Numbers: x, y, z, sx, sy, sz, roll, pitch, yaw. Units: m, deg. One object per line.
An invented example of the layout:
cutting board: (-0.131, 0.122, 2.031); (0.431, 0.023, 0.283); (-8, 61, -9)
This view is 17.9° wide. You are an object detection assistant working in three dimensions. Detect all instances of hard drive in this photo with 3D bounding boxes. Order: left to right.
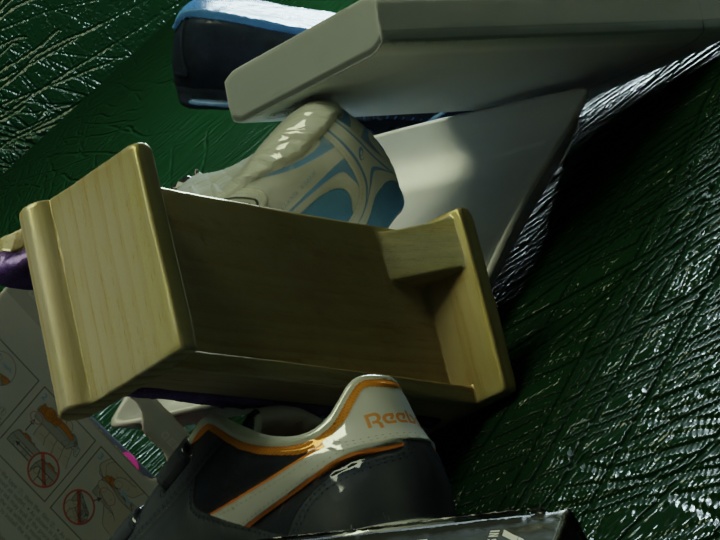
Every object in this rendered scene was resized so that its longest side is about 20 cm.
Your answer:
hard drive: (0.055, -0.099, 1.056); (0.199, 0.027, 0.132); (-5, -9, -33)

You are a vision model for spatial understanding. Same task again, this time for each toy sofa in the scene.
toy sofa: (-0.041, 0.020, 0.873); (0.097, 0.083, 0.199); (-29, -24, 34)

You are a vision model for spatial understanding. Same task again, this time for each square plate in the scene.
square plate: (0.000, 0.000, 1.074); (0.199, 0.029, 0.198); (-11, 34, 37)

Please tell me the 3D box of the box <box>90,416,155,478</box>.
box: (-0.217, 0.153, 1.165); (0.200, 0.106, 0.122); (-35, 18, 31)

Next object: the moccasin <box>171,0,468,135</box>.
moccasin: (-0.004, -0.099, 1.231); (0.080, 0.199, 0.069); (-40, -39, -66)

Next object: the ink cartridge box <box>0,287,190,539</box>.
ink cartridge box: (-0.158, 0.122, 0.971); (0.050, 0.161, 0.200); (-20, 27, 51)

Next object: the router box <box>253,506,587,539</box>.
router box: (-0.025, 0.153, 0.603); (0.149, 0.062, 0.200); (-10, 30, 28)

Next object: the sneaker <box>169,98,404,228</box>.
sneaker: (-0.056, -0.018, 1.072); (0.072, 0.073, 0.200); (-43, 12, -38)

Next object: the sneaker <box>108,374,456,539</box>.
sneaker: (-0.043, 0.098, 0.845); (0.199, 0.080, 0.078); (-25, -22, 37)
